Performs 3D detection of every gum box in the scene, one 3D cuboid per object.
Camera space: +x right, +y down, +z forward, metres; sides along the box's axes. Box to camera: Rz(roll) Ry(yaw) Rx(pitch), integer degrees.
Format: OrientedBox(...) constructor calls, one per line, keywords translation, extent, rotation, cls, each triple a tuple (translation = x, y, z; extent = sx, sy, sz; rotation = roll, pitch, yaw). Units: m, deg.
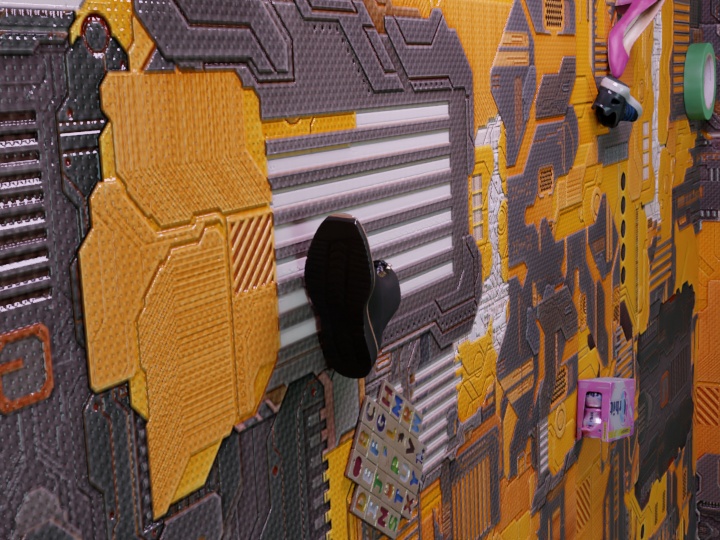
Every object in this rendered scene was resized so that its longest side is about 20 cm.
OrientedBox(translation=(0.481, 0.270, 2.124), extent=(0.200, 0.066, 0.114), rotation=(7, 85, -62), cls="gum box")

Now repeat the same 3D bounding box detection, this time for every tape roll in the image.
OrientedBox(translation=(0.894, -0.496, 2.849), extent=(0.200, 0.048, 0.201), rotation=(-11, 102, -62), cls="tape roll")

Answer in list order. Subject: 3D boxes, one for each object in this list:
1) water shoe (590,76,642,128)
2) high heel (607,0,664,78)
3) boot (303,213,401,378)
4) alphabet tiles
OrientedBox(translation=(0.490, -0.315, 2.110), extent=(0.079, 0.071, 0.200), rotation=(-58, 152, 5), cls="water shoe")
OrientedBox(translation=(0.549, -0.470, 2.150), extent=(0.067, 0.096, 0.200), rotation=(49, 50, -53), cls="high heel")
OrientedBox(translation=(0.000, 0.000, 1.203), extent=(0.138, 0.077, 0.200), rotation=(-57, 153, -50), cls="boot")
OrientedBox(translation=(0.036, 0.237, 1.348), extent=(0.200, 0.006, 0.167), rotation=(48, 52, -53), cls="alphabet tiles")
